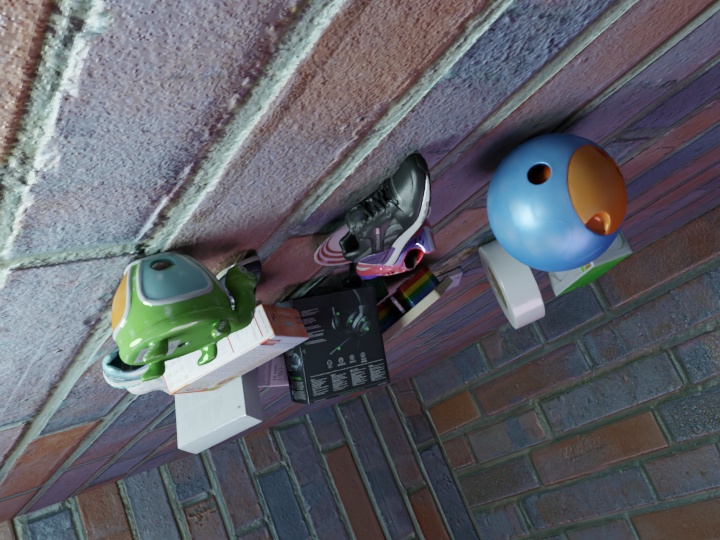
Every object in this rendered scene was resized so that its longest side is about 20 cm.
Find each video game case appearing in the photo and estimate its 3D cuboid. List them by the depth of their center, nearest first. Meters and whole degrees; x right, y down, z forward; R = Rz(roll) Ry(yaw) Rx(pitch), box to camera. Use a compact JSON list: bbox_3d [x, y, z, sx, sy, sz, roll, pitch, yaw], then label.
[{"bbox_3d":[0.158,0.054,1.729,0.198,0.018,0.143,-24,166,-2],"label":"video game case"}]

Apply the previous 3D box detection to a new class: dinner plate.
[{"bbox_3d":[0.017,-0.063,1.083,0.199,0.024,0.200,-23,166,-6],"label":"dinner plate"}]

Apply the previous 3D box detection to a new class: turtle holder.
[{"bbox_3d":[-0.220,0.043,0.869,0.184,0.133,0.141,-23,165,-6],"label":"turtle holder"}]

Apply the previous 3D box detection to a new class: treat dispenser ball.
[{"bbox_3d":[0.287,-0.099,1.021,0.199,0.202,0.201,-22,165,-6],"label":"treat dispenser ball"}]

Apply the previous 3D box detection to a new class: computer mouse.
[{"bbox_3d":[0.000,0.000,1.277,0.058,0.034,0.200,-4,168,-14],"label":"computer mouse"}]

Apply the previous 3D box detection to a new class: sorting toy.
[{"bbox_3d":[0.086,0.074,1.448,0.200,0.070,0.199,-41,176,16],"label":"sorting toy"}]

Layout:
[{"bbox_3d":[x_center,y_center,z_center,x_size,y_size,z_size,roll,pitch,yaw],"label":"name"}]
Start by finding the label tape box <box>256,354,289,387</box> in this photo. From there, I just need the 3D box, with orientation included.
[{"bbox_3d":[-0.201,0.175,1.346,0.198,0.067,0.143,4,-172,-27],"label":"label tape box"}]

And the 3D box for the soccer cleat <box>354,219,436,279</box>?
[{"bbox_3d":[0.051,-0.021,1.093,0.068,0.074,0.200,-14,162,-34],"label":"soccer cleat"}]

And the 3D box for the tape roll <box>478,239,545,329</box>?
[{"bbox_3d":[0.334,0.024,1.540,0.070,0.204,0.202,-25,166,4],"label":"tape roll"}]

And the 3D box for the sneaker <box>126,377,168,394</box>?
[{"bbox_3d":[-0.353,0.194,1.314,0.080,0.071,0.200,-29,164,20],"label":"sneaker"}]

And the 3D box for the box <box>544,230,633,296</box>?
[{"bbox_3d":[0.438,-0.068,1.419,0.096,0.178,0.200,-19,165,-12],"label":"box"}]

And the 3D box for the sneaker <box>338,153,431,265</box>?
[{"bbox_3d":[0.028,-0.073,0.937,0.087,0.076,0.201,-2,142,-23],"label":"sneaker"}]

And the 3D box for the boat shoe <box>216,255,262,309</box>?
[{"bbox_3d":[-0.191,0.041,1.047,0.074,0.062,0.200,-13,162,-36],"label":"boat shoe"}]

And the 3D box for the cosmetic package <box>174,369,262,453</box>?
[{"bbox_3d":[-0.254,0.195,1.213,0.150,0.201,0.052,-29,143,21],"label":"cosmetic package"}]

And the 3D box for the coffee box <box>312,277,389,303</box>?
[{"bbox_3d":[-0.053,0.077,1.424,0.199,0.044,0.123,-14,163,-33],"label":"coffee box"}]

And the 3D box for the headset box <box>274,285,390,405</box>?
[{"bbox_3d":[-0.054,0.129,1.289,0.173,0.202,0.093,-10,179,-29],"label":"headset box"}]

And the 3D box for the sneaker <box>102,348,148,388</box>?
[{"bbox_3d":[-0.332,0.141,1.156,0.198,0.078,0.086,-20,162,-14],"label":"sneaker"}]

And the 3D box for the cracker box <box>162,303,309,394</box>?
[{"bbox_3d":[-0.196,0.125,1.091,0.199,0.058,0.134,-29,165,13],"label":"cracker box"}]
